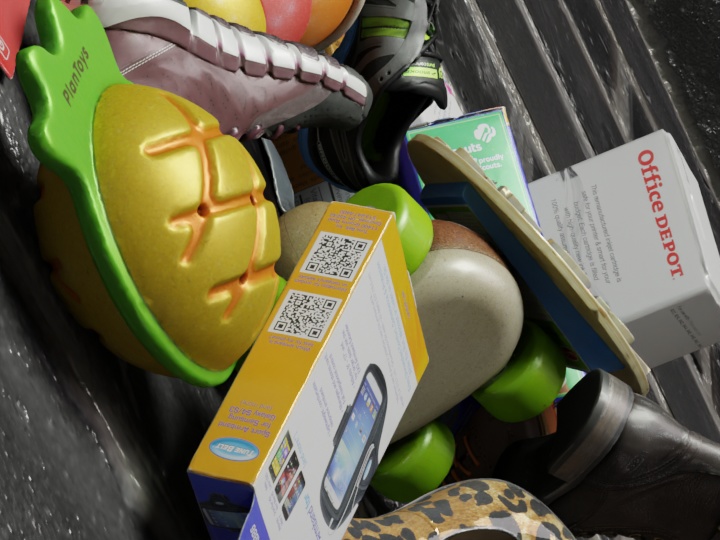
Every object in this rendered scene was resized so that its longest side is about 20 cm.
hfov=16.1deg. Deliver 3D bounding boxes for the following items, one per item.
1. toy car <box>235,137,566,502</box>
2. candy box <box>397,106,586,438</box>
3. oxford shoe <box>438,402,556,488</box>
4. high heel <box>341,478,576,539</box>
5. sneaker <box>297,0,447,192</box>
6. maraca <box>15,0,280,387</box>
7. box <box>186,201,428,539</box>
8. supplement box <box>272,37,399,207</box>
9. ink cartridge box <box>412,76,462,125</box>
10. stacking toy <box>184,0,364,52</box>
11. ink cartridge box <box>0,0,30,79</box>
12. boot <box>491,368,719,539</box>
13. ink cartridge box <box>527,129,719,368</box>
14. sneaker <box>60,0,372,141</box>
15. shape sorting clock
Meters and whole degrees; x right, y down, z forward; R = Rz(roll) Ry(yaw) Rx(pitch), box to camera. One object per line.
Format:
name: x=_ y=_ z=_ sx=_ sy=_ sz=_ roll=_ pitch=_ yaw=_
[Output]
toy car: x=0.000 y=0.000 z=1.451 sx=0.164 sy=0.158 sz=0.200 roll=43 pitch=16 yaw=-37
candy box: x=0.073 y=0.021 z=1.650 sx=0.169 sy=0.077 sz=0.200 roll=112 pitch=-37 yaw=-69
oxford shoe: x=0.077 y=0.123 z=1.520 sx=0.071 sy=0.073 sz=0.200 roll=-107 pitch=-165 yaw=-45
high heel: x=0.040 y=0.168 z=1.339 sx=0.200 sy=0.071 sz=0.143 roll=25 pitch=36 yaw=-12
sneaker: x=0.028 y=-0.137 z=1.503 sx=0.071 sy=0.200 sz=0.083 roll=1 pitch=24 yaw=-46
maraca: x=-0.104 y=-0.034 z=1.183 sx=0.137 sy=0.107 sz=0.200 roll=-86 pitch=152 yaw=-55
box: x=-0.027 y=0.078 z=1.251 sx=0.200 sy=0.041 sz=0.119 roll=-60 pitch=152 yaw=-34
supplement box: x=-0.016 y=-0.063 z=1.605 sx=0.067 sy=0.069 sz=0.200 roll=24 pitch=49 yaw=-66
ink cartridge box: x=0.025 y=-0.109 z=1.802 sx=0.200 sy=0.068 sz=0.115 roll=63 pitch=16 yaw=-21
stacking toy: x=-0.092 y=-0.147 z=1.413 sx=0.146 sy=0.146 sz=0.200 roll=63 pitch=34 yaw=-19
ink cartridge box: x=-0.196 y=-0.220 z=1.248 sx=0.200 sy=0.045 sz=0.176 roll=58 pitch=17 yaw=-31
boot: x=0.168 y=0.144 z=1.429 sx=0.174 sy=0.200 sz=0.069 roll=25 pitch=52 yaw=-11
ink cartridge box: x=0.160 y=0.006 z=1.854 sx=0.084 sy=0.200 sz=0.146 roll=48 pitch=25 yaw=-52
sneaker: x=-0.084 y=-0.071 z=1.309 sx=0.200 sy=0.076 sz=0.116 roll=17 pitch=85 yaw=-42
shape sorting clock: x=0.098 y=-0.003 z=1.465 sx=0.200 sy=0.039 sz=0.200 roll=52 pitch=-7 yaw=8
